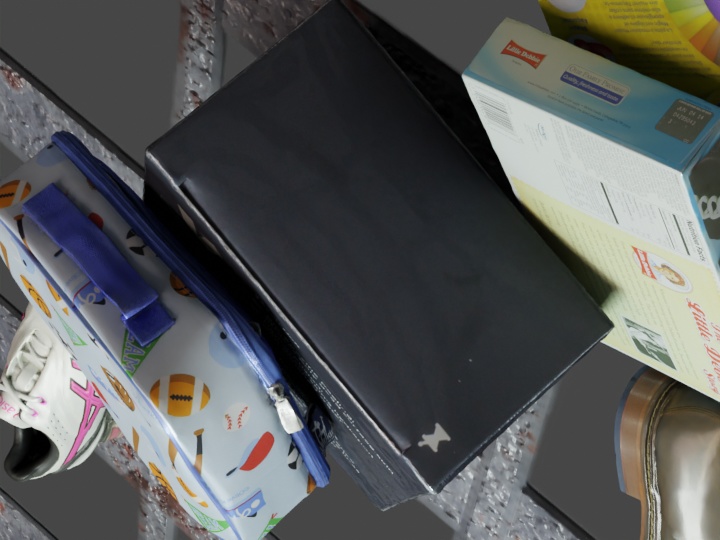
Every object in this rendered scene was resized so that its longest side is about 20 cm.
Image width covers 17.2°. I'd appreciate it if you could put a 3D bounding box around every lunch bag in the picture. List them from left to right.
[{"bbox_3d":[-0.095,0.031,1.124,0.200,0.075,0.161,43,166,37],"label":"lunch bag"}]

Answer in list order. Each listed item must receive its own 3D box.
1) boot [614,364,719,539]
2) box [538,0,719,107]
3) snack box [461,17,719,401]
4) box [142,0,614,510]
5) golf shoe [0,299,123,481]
[{"bbox_3d":[0.184,0.143,1.133,0.097,0.075,0.201,17,133,48],"label":"boot"},{"bbox_3d":[0.114,-0.141,0.955,0.117,0.048,0.201,8,127,50],"label":"box"},{"bbox_3d":[0.123,-0.016,1.027,0.116,0.037,0.200,28,160,35],"label":"snack box"},{"bbox_3d":[0.000,0.000,1.130,0.197,0.117,0.200,50,171,2],"label":"box"},{"bbox_3d":[-0.192,0.064,1.534,0.072,0.092,0.201,37,145,25],"label":"golf shoe"}]
